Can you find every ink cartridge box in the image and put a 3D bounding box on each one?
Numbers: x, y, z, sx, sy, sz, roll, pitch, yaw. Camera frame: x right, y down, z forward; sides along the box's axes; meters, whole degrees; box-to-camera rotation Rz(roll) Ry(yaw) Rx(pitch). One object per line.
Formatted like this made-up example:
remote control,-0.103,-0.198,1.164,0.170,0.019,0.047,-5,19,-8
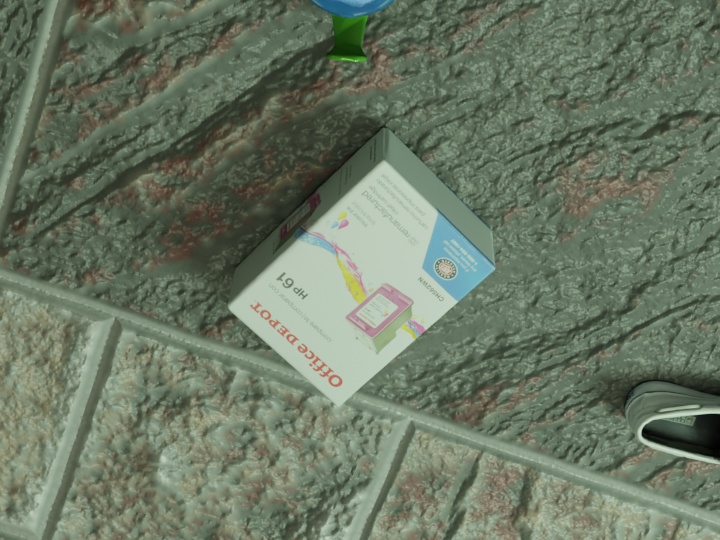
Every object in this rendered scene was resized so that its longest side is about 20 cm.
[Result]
ink cartridge box,0.000,0.000,1.404,0.144,0.085,0.200,42,111,-17

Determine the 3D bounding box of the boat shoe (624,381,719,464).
boat shoe,0.344,0.154,1.478,0.197,0.066,0.074,5,115,-1

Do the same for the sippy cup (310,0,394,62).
sippy cup,-0.006,-0.263,1.255,0.139,0.131,0.179,-29,112,15
